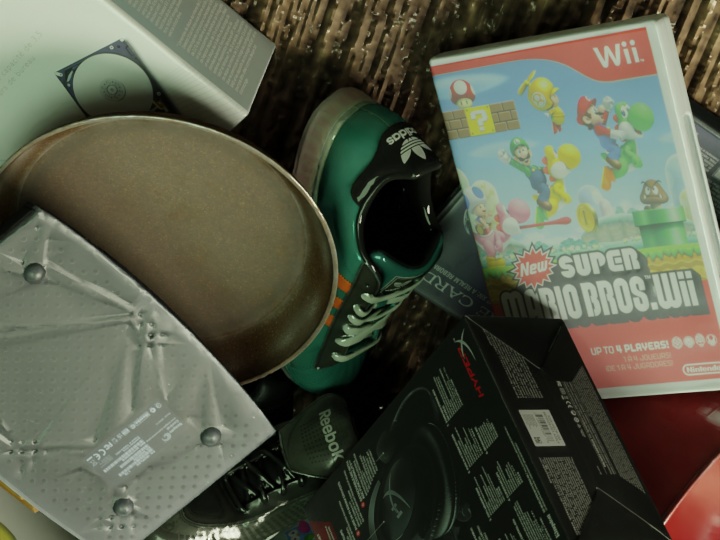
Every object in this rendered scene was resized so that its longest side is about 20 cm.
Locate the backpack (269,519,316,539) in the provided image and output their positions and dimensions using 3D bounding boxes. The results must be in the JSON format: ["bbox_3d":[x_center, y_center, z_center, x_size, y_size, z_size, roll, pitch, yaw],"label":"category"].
[{"bbox_3d":[-0.034,0.205,1.526,0.199,0.167,0.127,-18,102,30],"label":"backpack"}]

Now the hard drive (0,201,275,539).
[{"bbox_3d":[-0.155,0.058,1.343,0.135,0.042,0.200,-39,122,9],"label":"hard drive"}]

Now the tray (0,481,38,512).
[{"bbox_3d":[-0.248,0.057,1.458,0.200,0.037,0.099,29,140,41],"label":"tray"}]

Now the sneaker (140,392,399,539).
[{"bbox_3d":[-0.036,0.111,1.429,0.199,0.067,0.091,-17,161,-24],"label":"sneaker"}]

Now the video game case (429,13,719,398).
[{"bbox_3d":[0.122,-0.028,1.318,0.142,0.017,0.201,-7,104,36],"label":"video game case"}]

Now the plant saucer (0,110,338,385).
[{"bbox_3d":[-0.110,-0.014,1.349,0.199,0.032,0.201,4,132,4],"label":"plant saucer"}]

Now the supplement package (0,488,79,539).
[{"bbox_3d":[-0.289,0.236,1.576,0.199,0.192,0.147,32,127,-11],"label":"supplement package"}]

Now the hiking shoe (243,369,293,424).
[{"bbox_3d":[-0.130,0.052,1.483,0.199,0.076,0.101,16,119,-8],"label":"hiking shoe"}]

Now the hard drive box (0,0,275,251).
[{"bbox_3d":[-0.174,-0.121,1.350,0.200,0.077,0.156,38,126,-15],"label":"hard drive box"}]

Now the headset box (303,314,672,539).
[{"bbox_3d":[0.059,0.143,1.336,0.077,0.149,0.200,2,139,-36],"label":"headset box"}]

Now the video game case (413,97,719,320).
[{"bbox_3d":[0.128,-0.025,1.382,0.143,0.019,0.200,33,128,-11],"label":"video game case"}]

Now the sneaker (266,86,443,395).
[{"bbox_3d":[0.000,0.000,1.383,0.080,0.071,0.201,36,136,32],"label":"sneaker"}]

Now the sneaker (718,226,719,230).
[{"bbox_3d":[0.264,-0.002,1.323,0.200,0.067,0.090,-31,124,22],"label":"sneaker"}]

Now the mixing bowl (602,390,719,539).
[{"bbox_3d":[0.160,0.125,1.401,0.108,0.200,0.201,37,134,26],"label":"mixing bowl"}]
